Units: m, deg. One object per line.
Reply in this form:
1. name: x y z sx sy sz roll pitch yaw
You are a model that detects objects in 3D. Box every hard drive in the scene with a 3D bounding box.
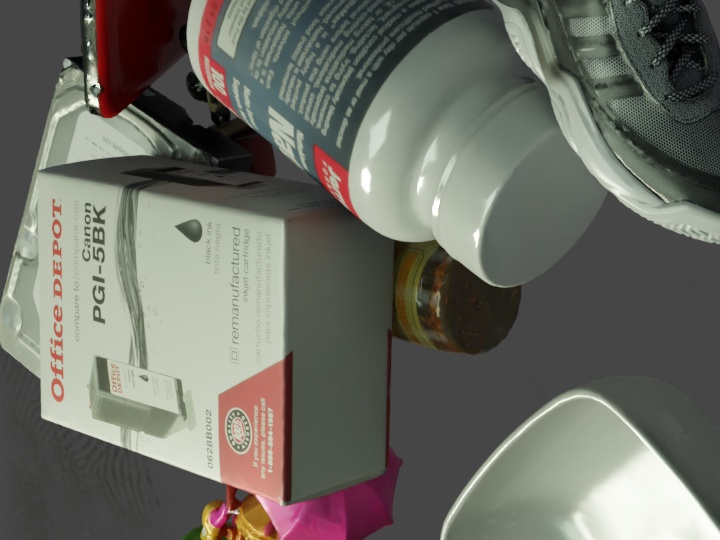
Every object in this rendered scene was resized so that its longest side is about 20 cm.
1. hard drive: -0.150 -0.011 1.027 0.139 0.038 0.202 34 118 28

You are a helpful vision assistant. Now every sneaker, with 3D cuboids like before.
1. sneaker: 0.119 -0.113 0.687 0.201 0.075 0.114 57 147 18

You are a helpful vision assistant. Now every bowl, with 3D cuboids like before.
1. bowl: 0.144 0.155 0.810 0.201 0.074 0.200 55 144 16

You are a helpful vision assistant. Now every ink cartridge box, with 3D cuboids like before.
1. ink cartridge box: -0.082 0.025 0.892 0.199 0.082 0.149 11 105 42

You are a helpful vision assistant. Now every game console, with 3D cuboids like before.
1. game console: -0.155 -0.218 0.965 0.117 0.173 0.202 15 125 17

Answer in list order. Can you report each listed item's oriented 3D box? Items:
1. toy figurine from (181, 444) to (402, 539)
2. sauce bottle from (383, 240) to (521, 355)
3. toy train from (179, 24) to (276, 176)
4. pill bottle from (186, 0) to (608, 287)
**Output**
1. toy figurine: -0.041 0.152 1.042 0.200 0.148 0.186 -120 41 -54
2. sauce bottle: 0.000 0.000 0.922 0.199 0.066 0.067 10 117 50
3. toy train: -0.073 -0.065 1.007 0.046 0.034 0.202 14 120 45
4. pill bottle: 0.020 -0.084 0.798 0.200 0.119 0.121 40 138 32
